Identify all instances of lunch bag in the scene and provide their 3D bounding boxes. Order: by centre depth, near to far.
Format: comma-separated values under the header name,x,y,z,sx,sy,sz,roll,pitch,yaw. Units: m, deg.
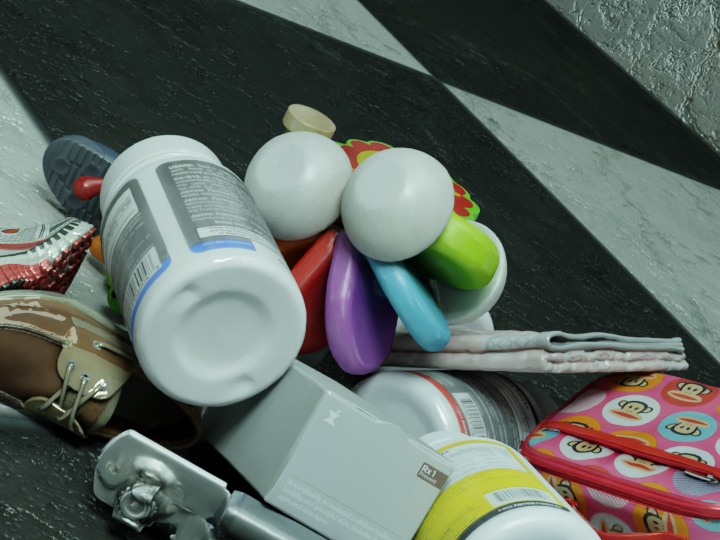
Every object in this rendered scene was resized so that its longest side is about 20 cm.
name,x,y,z,sx,sy,sz,roll,pitch,yaw
lunch bag,0.219,0.153,1.270,0.199,0.082,0.176,14,32,41

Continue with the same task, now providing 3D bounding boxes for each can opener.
name,x,y,z,sx,sy,sz,roll,pitch,yaw
can opener,-0.072,0.157,1.075,0.199,0.054,0.067,29,19,-1

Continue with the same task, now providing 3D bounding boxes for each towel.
name,x,y,z,sx,sy,sz,roll,pitch,yaw
towel,0.127,0.062,1.359,0.190,0.032,0.199,-1,-3,42

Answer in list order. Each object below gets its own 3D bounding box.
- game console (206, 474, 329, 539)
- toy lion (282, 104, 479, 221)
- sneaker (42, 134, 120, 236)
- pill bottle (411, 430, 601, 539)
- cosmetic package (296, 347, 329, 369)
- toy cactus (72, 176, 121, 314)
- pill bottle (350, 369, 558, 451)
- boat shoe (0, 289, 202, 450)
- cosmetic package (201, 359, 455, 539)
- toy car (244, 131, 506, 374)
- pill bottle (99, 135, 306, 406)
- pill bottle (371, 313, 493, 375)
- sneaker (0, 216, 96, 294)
name,x,y,z,sx,sy,sz,roll,pitch,yaw
game console,-0.033,0.211,1.108,0.176,0.031,0.200,36,18,3
toy lion,0.017,-0.064,1.511,0.191,0.069,0.200,18,23,-18
sneaker,-0.171,-0.052,1.445,0.200,0.070,0.082,37,30,-9
pill bottle,0.080,0.175,1.133,0.112,0.112,0.200,28,5,-18
cosmetic package,-0.062,0.023,1.436,0.050,0.083,0.200,26,21,-18
toy cactus,-0.123,-0.015,1.345,0.164,0.103,0.200,-21,58,-23
pill bottle,0.073,0.134,1.338,0.116,0.116,0.200,44,20,27
boat shoe,-0.182,0.070,1.139,0.199,0.076,0.072,18,27,-37
cosmetic package,-0.029,0.117,1.159,0.107,0.090,0.200,32,0,-18
toy car,0.000,0.000,1.263,0.199,0.151,0.175,12,-20,29
pill bottle,-0.114,-0.007,1.175,0.113,0.114,0.200,23,20,-29
pill bottle,0.034,0.017,1.557,0.115,0.116,0.200,22,23,-32
sneaker,-0.250,-0.009,1.208,0.082,0.078,0.200,36,19,9
